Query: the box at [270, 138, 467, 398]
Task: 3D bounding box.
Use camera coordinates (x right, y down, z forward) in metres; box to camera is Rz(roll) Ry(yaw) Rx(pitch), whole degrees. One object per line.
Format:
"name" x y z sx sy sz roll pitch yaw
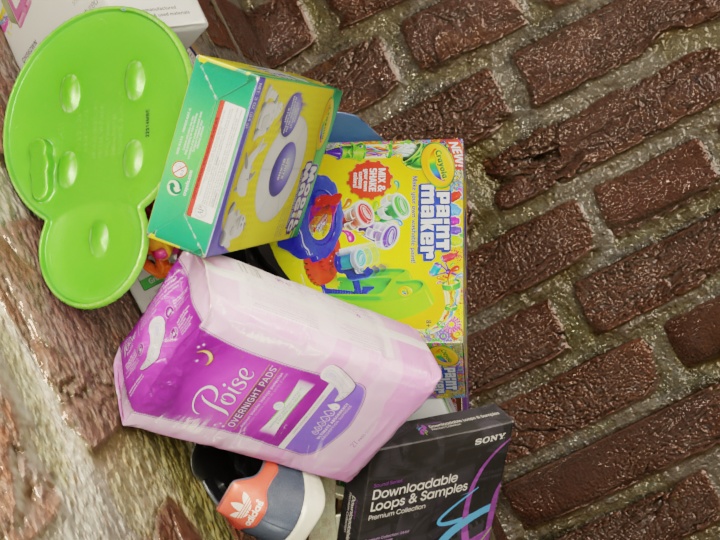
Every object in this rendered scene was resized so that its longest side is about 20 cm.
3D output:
"box" 0.000 0.000 1.017 0.122 0.191 0.201 78 13 -61

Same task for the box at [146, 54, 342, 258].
"box" -0.068 -0.076 0.765 0.048 0.118 0.200 20 11 11

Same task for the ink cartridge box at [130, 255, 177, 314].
"ink cartridge box" -0.168 -0.024 0.932 0.201 0.050 0.109 62 7 -6

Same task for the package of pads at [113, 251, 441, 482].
"package of pads" -0.055 0.069 0.779 0.199 0.121 0.076 22 28 -32

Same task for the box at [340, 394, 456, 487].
"box" 0.005 0.155 1.071 0.201 0.176 0.097 68 7 32

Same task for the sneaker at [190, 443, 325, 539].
"sneaker" -0.092 0.131 0.866 0.084 0.075 0.200 25 9 -26

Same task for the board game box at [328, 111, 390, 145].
"board game box" -0.033 -0.113 1.074 0.200 0.157 0.039 33 53 -47

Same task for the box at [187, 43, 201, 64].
"box" -0.174 -0.132 1.124 0.121 0.032 0.201 55 32 -60

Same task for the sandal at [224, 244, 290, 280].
"sandal" -0.095 0.013 0.910 0.048 0.075 0.201 15 37 -48

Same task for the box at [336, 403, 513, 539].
"box" 0.047 0.213 0.938 0.036 0.142 0.201 35 -55 50

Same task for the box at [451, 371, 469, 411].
"box" 0.042 0.182 1.147 0.039 0.136 0.202 34 53 -70

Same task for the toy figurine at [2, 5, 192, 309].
"toy figurine" -0.136 -0.058 0.808 0.184 0.149 0.202 25 60 -64

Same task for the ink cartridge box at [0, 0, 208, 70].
"ink cartridge box" -0.219 -0.233 0.866 0.084 0.144 0.201 -17 79 -43

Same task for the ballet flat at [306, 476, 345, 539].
"ballet flat" -0.020 0.173 0.928 0.068 0.062 0.201 -80 172 -71
